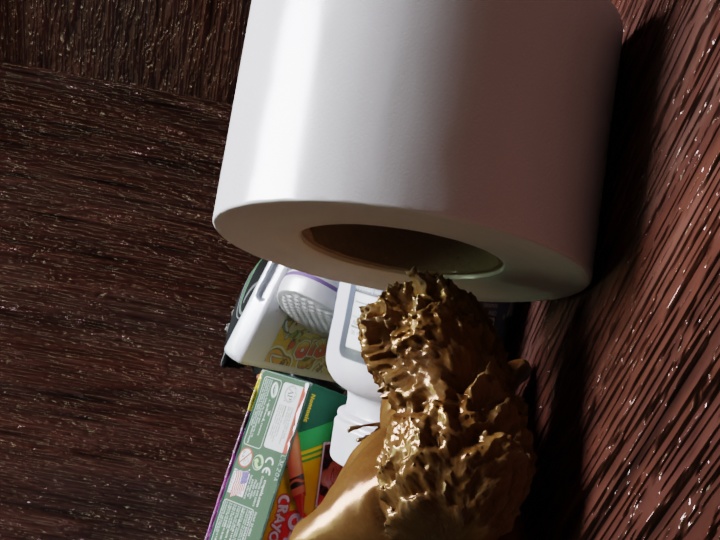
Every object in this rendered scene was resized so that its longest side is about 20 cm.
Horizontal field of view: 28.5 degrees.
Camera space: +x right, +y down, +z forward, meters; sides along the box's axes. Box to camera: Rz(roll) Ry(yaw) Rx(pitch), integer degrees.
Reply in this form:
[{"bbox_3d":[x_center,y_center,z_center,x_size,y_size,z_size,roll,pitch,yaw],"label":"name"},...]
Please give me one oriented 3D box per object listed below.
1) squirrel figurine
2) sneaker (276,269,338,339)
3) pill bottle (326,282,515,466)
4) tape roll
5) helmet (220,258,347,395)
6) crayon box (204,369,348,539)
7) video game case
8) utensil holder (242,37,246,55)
[{"bbox_3d":[0.046,0.092,0.772,0.187,0.141,0.201,-68,-4,-46],"label":"squirrel figurine"},{"bbox_3d":[0.017,0.004,1.050,0.200,0.072,0.115,27,-105,-52],"label":"sneaker"},{"bbox_3d":[0.040,0.031,0.928,0.120,0.119,0.202,-117,37,-83],"label":"pill bottle"},{"bbox_3d":[0.031,-0.074,0.747,0.203,0.201,0.140,122,157,-78],"label":"tape roll"},{"bbox_3d":[-0.034,0.051,1.418,0.191,0.199,0.201,-58,-17,-58],"label":"helmet"},{"bbox_3d":[-0.027,0.191,1.007,0.058,0.172,0.201,11,80,44],"label":"crayon box"},{"bbox_3d":[0.000,0.000,1.089,0.200,0.023,0.183,18,-78,-57],"label":"video game case"},{"bbox_3d":[0.024,-0.175,1.057,0.200,0.169,0.171,-26,52,62],"label":"utensil holder"}]
